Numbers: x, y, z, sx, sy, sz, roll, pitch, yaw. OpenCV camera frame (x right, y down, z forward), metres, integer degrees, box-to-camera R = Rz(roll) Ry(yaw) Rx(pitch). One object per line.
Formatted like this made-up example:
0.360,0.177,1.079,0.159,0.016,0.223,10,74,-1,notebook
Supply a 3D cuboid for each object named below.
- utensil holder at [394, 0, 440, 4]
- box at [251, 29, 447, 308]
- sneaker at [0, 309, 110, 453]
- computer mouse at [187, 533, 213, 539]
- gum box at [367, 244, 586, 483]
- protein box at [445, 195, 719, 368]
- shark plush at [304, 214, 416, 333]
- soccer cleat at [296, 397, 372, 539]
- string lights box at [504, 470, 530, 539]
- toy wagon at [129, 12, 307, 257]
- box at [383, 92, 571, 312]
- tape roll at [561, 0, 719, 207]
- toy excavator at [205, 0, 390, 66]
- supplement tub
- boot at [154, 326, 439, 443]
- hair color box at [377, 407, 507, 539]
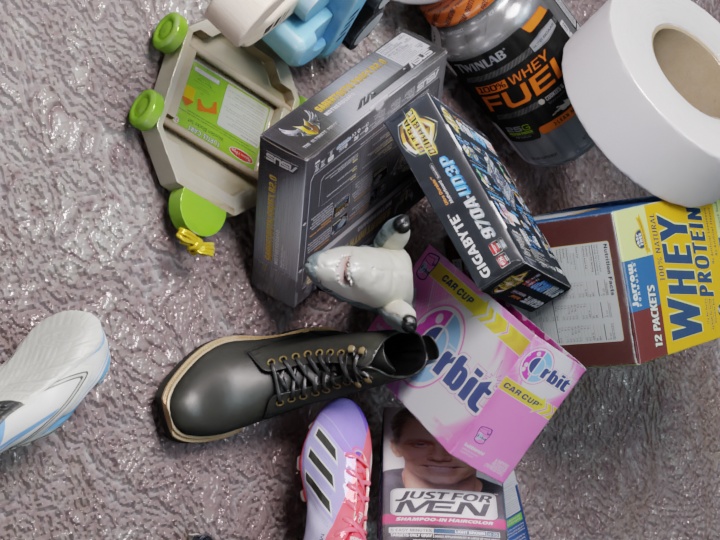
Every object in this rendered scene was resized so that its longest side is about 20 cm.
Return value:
0.075,-0.358,1.456,0.200,0.169,0.171,-49,118,-39,utensil holder
-0.009,-0.086,1.365,0.200,0.048,0.159,-41,150,-38,box
-0.252,0.105,1.155,0.200,0.072,0.073,-38,138,-32,sneaker
-0.062,0.274,1.332,0.199,0.053,0.140,-1,79,-36,computer mouse
0.083,0.070,1.354,0.066,0.200,0.114,32,97,-34,gum box
0.224,0.008,1.531,0.198,0.199,0.136,-12,94,-44,protein box
0.000,0.000,1.339,0.083,0.200,0.092,-4,95,1,shark plush
-0.016,0.197,1.303,0.066,0.076,0.201,25,66,-32,soccer cleat
0.107,0.280,1.486,0.102,0.059,0.201,-19,98,-43,string lights box
-0.118,-0.106,1.325,0.155,0.039,0.201,30,66,-38,toy wagon
0.102,-0.051,1.362,0.160,0.046,0.200,62,13,14,box
0.278,-0.157,1.472,0.202,0.071,0.203,24,44,-26,tape roll
-0.055,-0.210,1.299,0.100,0.195,0.200,43,62,2,toy excavator
0.149,-0.203,1.536,0.200,0.122,0.123,46,56,-30,supplement tub
-0.049,0.081,1.301,0.199,0.138,0.078,-24,101,-42,boot
0.065,0.190,1.345,0.200,0.099,0.061,-88,-179,-64,hair color box
